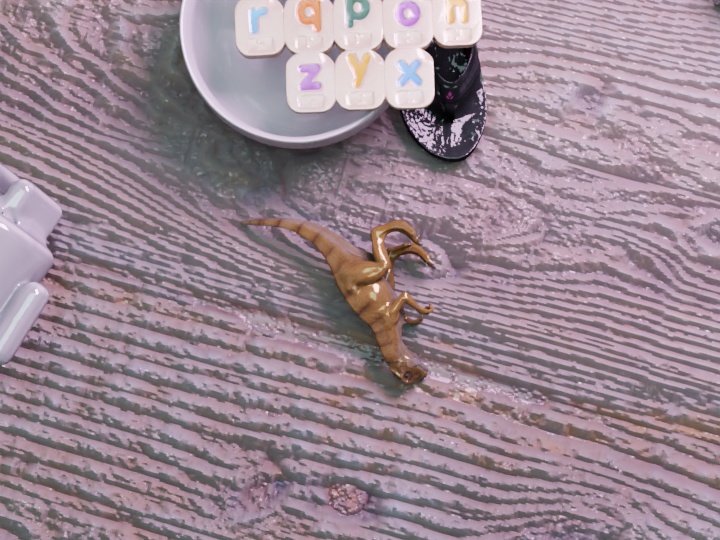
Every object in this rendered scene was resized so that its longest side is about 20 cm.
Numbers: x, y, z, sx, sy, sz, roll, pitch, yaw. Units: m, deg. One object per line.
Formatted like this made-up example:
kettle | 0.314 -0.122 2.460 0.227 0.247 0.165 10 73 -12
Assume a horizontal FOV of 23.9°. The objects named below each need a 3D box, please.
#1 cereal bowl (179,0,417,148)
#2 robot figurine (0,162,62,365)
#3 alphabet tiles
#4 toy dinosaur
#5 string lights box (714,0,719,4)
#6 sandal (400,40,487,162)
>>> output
cereal bowl | -0.050 -0.195 1.415 0.199 0.083 0.201 0 80 1
robot figurine | -0.327 0.010 1.372 0.169 0.113 0.200 31 82 29
alphabet tiles | -0.003 -0.223 1.369 0.199 0.015 0.197 -3 81 1
toy dinosaur | 0.000 0.000 1.394 0.106 0.060 0.200 -38 82 -3
string lights box | 0.398 -0.285 1.431 0.199 0.059 0.103 -3 82 1
sandal | 0.068 -0.192 1.429 0.075 0.048 0.202 -1 80 1
